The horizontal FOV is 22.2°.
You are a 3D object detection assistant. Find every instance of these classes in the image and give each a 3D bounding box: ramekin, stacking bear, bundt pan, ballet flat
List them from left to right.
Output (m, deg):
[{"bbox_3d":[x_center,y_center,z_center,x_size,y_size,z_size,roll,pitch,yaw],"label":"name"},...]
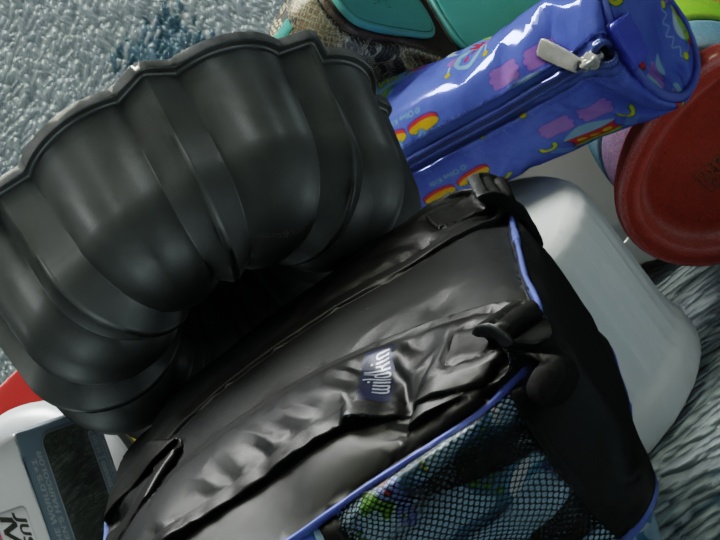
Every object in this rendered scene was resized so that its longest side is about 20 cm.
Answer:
[{"bbox_3d":[-0.059,-0.001,0.764,0.200,0.076,0.203,-24,-30,-15],"label":"bundt pan"},{"bbox_3d":[0.026,-0.117,0.954,0.199,0.068,0.075,-3,-31,-46],"label":"ballet flat"},{"bbox_3d":[0.051,0.044,0.867,0.199,0.098,0.201,-31,18,11],"label":"ramekin"},{"bbox_3d":[0.166,-0.106,0.970,0.114,0.121,0.201,-41,33,23],"label":"stacking bear"}]

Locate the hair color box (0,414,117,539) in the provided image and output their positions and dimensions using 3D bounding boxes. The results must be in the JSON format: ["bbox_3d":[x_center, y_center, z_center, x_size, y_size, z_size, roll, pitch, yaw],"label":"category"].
[{"bbox_3d":[-0.193,0.140,0.833,0.199,0.100,0.060,-21,-3,31],"label":"hair color box"}]

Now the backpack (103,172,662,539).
[{"bbox_3d":[0.010,0.090,0.690,0.199,0.148,0.183,-32,18,10],"label":"backpack"}]

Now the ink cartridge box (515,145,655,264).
[{"bbox_3d":[0.120,-0.044,1.127,0.143,0.085,0.200,-24,8,1],"label":"ink cartridge box"}]

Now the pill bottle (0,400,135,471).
[{"bbox_3d":[-0.108,0.115,0.937,0.112,0.113,0.200,-35,-13,22],"label":"pill bottle"}]

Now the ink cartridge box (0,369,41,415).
[{"bbox_3d":[-0.158,0.147,1.025,0.200,0.177,0.045,-47,14,-35],"label":"ink cartridge box"}]

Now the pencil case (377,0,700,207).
[{"bbox_3d":[0.062,-0.077,0.868,0.199,0.079,0.087,-26,3,31],"label":"pencil case"}]
